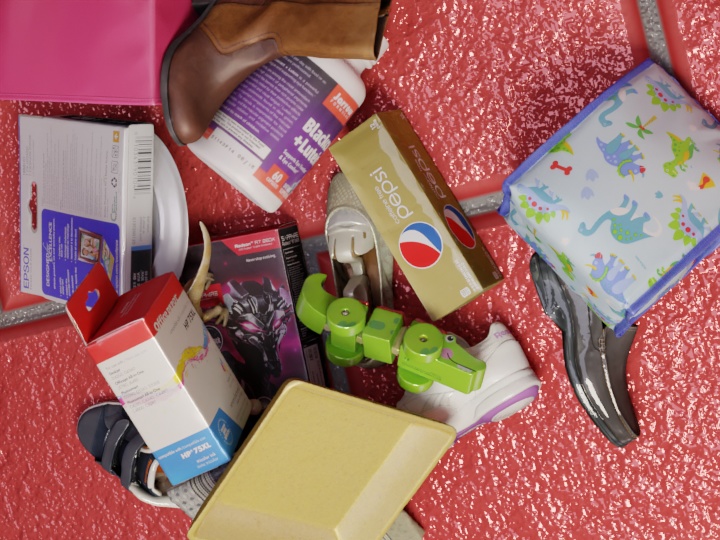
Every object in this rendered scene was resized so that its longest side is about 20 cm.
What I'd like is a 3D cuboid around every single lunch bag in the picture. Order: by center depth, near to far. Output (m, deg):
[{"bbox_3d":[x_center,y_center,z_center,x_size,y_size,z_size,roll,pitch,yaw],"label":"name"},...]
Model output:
[{"bbox_3d":[0.249,-0.071,1.400,0.200,0.127,0.170,-43,80,-7],"label":"lunch bag"}]

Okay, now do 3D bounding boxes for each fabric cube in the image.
[{"bbox_3d":[-0.233,-0.266,1.531,0.195,0.200,0.200,4,98,24],"label":"fabric cube"}]

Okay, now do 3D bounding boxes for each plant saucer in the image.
[{"bbox_3d":[-0.041,0.187,1.473,0.200,0.199,0.049,-55,36,21],"label":"plant saucer"}]

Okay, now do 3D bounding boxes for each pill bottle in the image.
[{"bbox_3d":[-0.065,-0.165,1.500,0.111,0.111,0.200,38,88,13],"label":"pill bottle"}]

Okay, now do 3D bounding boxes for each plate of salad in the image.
[{"bbox_3d":[-0.232,-0.055,1.634,0.200,0.048,0.201,8,101,46],"label":"plate of salad"}]

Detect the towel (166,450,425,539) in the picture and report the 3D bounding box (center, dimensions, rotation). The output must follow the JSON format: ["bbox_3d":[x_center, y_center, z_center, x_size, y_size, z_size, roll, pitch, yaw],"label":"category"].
[{"bbox_3d":[-0.063,0.245,1.587,0.192,0.035,0.200,-29,119,22],"label":"towel"}]

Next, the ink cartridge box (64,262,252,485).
[{"bbox_3d":[-0.186,0.083,1.458,0.067,0.116,0.200,-24,107,16],"label":"ink cartridge box"}]

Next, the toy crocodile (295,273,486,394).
[{"bbox_3d":[0.027,0.063,1.488,0.199,0.062,0.068,20,144,15],"label":"toy crocodile"}]

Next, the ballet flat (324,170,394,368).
[{"bbox_3d":[0.000,0.000,1.548,0.067,0.062,0.201,-10,94,24],"label":"ballet flat"}]

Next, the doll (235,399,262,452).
[{"bbox_3d":[-0.120,0.176,1.583,0.199,0.049,0.137,26,130,-12],"label":"doll"}]

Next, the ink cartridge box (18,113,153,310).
[{"bbox_3d":[-0.289,-0.061,1.627,0.200,0.043,0.199,11,103,45],"label":"ink cartridge box"}]

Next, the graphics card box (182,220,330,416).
[{"bbox_3d":[-0.109,0.059,1.610,0.125,0.051,0.201,-9,95,25],"label":"graphics card box"}]

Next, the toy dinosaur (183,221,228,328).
[{"bbox_3d":[-0.174,0.037,1.552,0.058,0.101,0.200,46,115,14],"label":"toy dinosaur"}]

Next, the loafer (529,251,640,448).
[{"bbox_3d":[0.226,0.066,1.459,0.072,0.073,0.201,-22,91,20],"label":"loafer"}]

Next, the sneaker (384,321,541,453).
[{"bbox_3d":[0.080,0.122,1.539,0.200,0.075,0.100,-29,73,20],"label":"sneaker"}]

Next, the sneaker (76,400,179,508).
[{"bbox_3d":[-0.232,0.196,1.671,0.199,0.079,0.079,17,105,21],"label":"sneaker"}]

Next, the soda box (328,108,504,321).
[{"bbox_3d":[0.054,-0.055,1.513,0.064,0.068,0.200,-34,84,25],"label":"soda box"}]

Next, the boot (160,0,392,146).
[{"bbox_3d":[-0.071,-0.194,1.421,0.199,0.069,0.189,4,56,25],"label":"boot"}]
